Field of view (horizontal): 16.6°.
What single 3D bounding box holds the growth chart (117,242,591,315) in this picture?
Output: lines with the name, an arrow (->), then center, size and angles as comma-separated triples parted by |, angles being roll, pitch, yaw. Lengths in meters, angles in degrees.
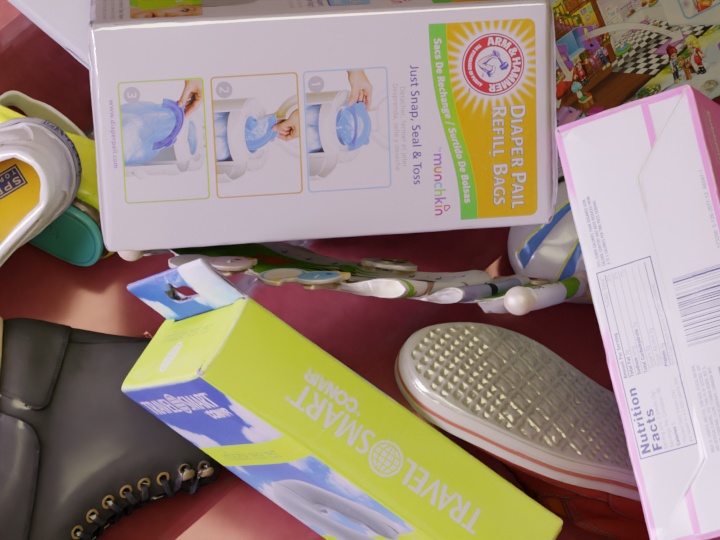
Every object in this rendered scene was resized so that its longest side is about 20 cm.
growth chart -> 0.000, 0.000, 1.129 | 0.199, 0.145, 0.018 | 8, 96, 13

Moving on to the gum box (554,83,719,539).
gum box -> 0.154, 0.032, 1.077 | 0.066, 0.113, 0.201 | -17, 75, 22

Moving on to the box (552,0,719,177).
box -> 0.127, -0.139, 1.205 | 0.200, 0.039, 0.137 | -27, 106, -12

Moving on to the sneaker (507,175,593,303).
sneaker -> 0.168, -0.044, 1.179 | 0.199, 0.105, 0.076 | -18, 77, -9

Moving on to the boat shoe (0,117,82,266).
boat shoe -> -0.216, 0.002, 1.129 | 0.200, 0.070, 0.071 | -32, 99, 10

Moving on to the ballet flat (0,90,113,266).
ballet flat -> -0.195, -0.069, 1.189 | 0.199, 0.067, 0.067 | 26, 54, 0

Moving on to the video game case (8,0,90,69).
video game case -> -0.045, -0.155, 1.177 | 0.182, 0.022, 0.200 | 40, 82, -19

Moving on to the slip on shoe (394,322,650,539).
slip on shoe -> 0.089, 0.082, 1.119 | 0.200, 0.061, 0.074 | 25, 37, -35

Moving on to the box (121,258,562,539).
box -> -0.019, 0.075, 1.096 | 0.200, 0.122, 0.048 | 37, 72, -14

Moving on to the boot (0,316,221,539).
boot -> -0.123, 0.117, 1.136 | 0.138, 0.077, 0.201 | 2, 79, -11

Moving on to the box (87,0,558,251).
box -> -0.019, -0.077, 1.106 | 0.199, 0.113, 0.102 | -3, 108, -4
